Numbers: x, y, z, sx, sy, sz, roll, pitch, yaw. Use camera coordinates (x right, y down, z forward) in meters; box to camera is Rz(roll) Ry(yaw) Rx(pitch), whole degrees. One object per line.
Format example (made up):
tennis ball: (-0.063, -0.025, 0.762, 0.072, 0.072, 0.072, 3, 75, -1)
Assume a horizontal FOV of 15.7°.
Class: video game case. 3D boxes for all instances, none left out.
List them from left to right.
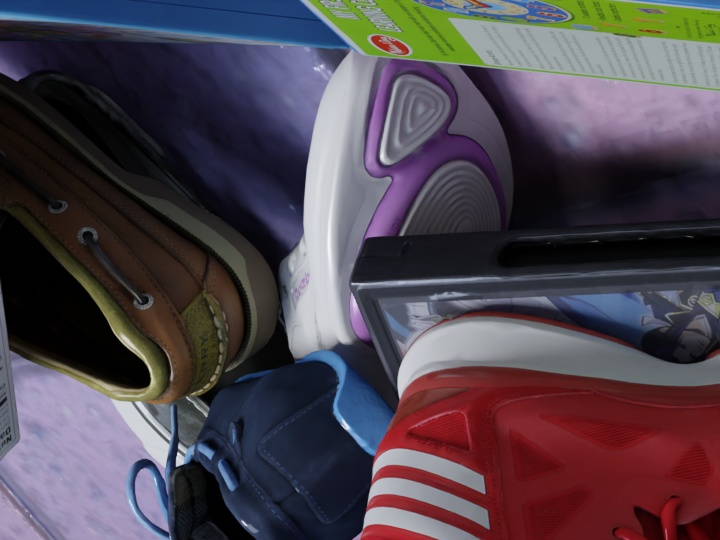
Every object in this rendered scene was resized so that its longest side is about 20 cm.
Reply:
video game case: (-0.119, -0.086, 0.842, 0.199, 0.142, 0.018, 6, 93, 47)
video game case: (0.110, 0.065, 0.795, 0.179, 0.026, 0.201, -2, 133, 25)

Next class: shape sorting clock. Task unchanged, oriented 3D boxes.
shape sorting clock: (0.048, -0.076, 0.635, 0.198, 0.040, 0.200, 7, 177, 0)

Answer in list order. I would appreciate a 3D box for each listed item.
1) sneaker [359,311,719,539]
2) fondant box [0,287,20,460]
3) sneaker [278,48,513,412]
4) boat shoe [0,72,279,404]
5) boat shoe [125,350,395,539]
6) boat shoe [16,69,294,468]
sneaker: (0.094, 0.077, 0.710, 0.199, 0.116, 0.079, 0, 133, 22)
fondant box: (-0.187, -0.016, 0.839, 0.144, 0.058, 0.201, 32, 148, 19)
sneaker: (0.000, 0.000, 0.857, 0.100, 0.075, 0.201, 40, 149, 38)
boat shoe: (-0.125, -0.016, 0.901, 0.199, 0.068, 0.072, 23, 125, 26)
boat shoe: (-0.041, 0.074, 0.871, 0.084, 0.069, 0.200, 46, 162, 8)
boat shoe: (-0.070, 0.012, 0.966, 0.200, 0.071, 0.064, 49, 152, -9)
